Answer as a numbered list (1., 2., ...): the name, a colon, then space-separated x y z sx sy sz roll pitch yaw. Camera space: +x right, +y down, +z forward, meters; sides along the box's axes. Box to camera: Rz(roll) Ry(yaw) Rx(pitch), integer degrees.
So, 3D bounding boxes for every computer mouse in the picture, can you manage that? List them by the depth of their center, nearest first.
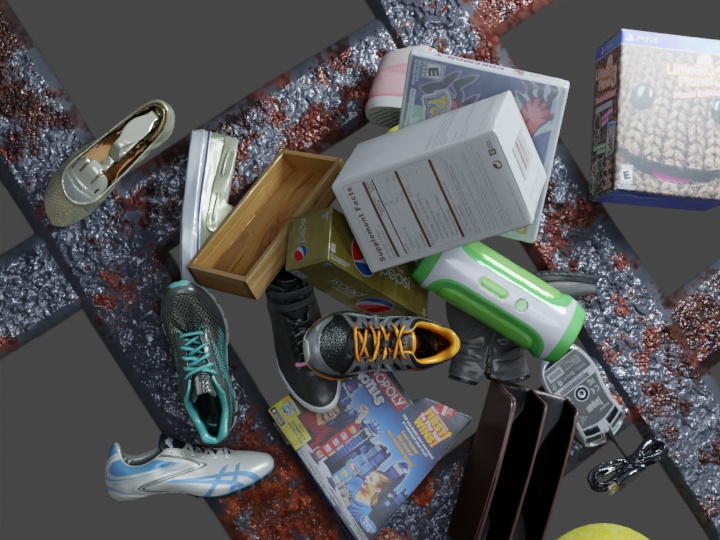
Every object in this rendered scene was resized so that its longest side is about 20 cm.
1. computer mouse: 0.288 0.175 1.662 0.109 0.044 0.201 -35 97 -6

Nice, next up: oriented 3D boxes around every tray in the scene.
1. tray: -0.105 -0.056 1.564 0.201 0.098 0.037 -54 136 -27

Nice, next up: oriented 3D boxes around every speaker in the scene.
1. speaker: 0.161 0.027 1.572 0.199 0.088 0.089 31 81 -3

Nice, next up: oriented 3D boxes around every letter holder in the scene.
1. letter holder: 0.183 0.245 1.564 0.100 0.142 0.202 15 95 -5

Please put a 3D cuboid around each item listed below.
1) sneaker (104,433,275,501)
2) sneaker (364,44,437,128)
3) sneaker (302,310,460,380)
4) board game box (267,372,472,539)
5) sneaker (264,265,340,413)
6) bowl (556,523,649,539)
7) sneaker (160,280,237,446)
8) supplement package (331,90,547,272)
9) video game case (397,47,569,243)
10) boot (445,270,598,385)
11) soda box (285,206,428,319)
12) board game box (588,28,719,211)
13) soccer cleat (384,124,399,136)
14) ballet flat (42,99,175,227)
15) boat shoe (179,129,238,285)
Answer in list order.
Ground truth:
1. sneaker: -0.198 0.226 1.561 0.198 0.072 0.073 -3 100 -9
2. sneaker: 0.109 -0.221 1.636 0.198 0.076 0.106 8 65 2
3. sneaker: 0.025 0.082 1.533 0.198 0.077 0.079 -3 86 -32
4. board game box: 0.022 0.194 1.606 0.199 0.062 0.201 -34 88 -13
5. sneaker: -0.074 0.063 1.552 0.070 0.099 0.202 -16 66 -4
6. bowl: 0.307 0.410 1.609 0.198 0.108 0.202 1 85 -9
7. sneaker: -0.180 0.111 1.539 0.077 0.091 0.202 -15 107 -3
8. supplement package: 0.088 -0.097 1.481 0.198 0.117 0.118 -17 114 25
9. video game case: 0.130 -0.140 1.527 0.180 0.023 0.202 13 121 9
10. boot: 0.199 0.071 1.652 0.198 0.070 0.133 -7 91 -2
11. soda box: 0.000 0.000 1.556 0.200 0.064 0.068 32 53 -47
12. board game box: 0.380 -0.185 1.681 0.158 0.097 0.202 4 84 -9
13. soccer cleat: 0.126 -0.150 1.572 0.198 0.084 0.065 7 78 -1
14. ballet flat: -0.301 -0.133 1.584 0.067 0.062 0.200 44 80 -2
15. boat shoe: -0.180 -0.070 1.593 0.061 0.072 0.202 4 81 -4
